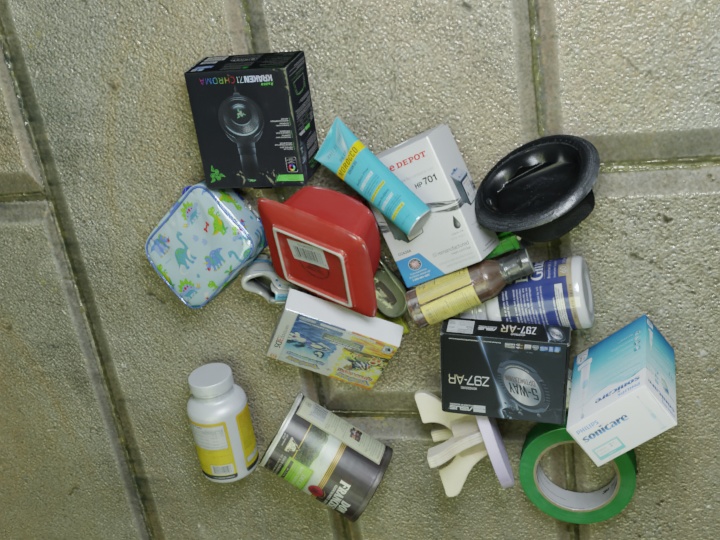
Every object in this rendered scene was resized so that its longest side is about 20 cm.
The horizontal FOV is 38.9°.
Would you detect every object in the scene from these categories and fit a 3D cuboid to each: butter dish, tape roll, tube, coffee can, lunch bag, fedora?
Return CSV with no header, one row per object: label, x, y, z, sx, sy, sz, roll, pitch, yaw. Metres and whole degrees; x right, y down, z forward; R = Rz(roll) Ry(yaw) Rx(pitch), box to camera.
butter dish,-0.039,-0.056,1.583,0.197,0.149,0.201,22,148,23
tape roll,0.372,0.340,1.748,0.196,0.048,0.204,7,118,13
tube,0.018,-0.134,1.508,0.200,0.050,0.078,43,117,15
coffee can,-0.061,0.331,1.817,0.198,0.147,0.148,31,121,0
lunch bag,-0.259,-0.051,1.705,0.161,0.082,0.200,47,121,1
fedora,0.268,-0.105,1.487,0.198,0.203,0.092,-21,131,25

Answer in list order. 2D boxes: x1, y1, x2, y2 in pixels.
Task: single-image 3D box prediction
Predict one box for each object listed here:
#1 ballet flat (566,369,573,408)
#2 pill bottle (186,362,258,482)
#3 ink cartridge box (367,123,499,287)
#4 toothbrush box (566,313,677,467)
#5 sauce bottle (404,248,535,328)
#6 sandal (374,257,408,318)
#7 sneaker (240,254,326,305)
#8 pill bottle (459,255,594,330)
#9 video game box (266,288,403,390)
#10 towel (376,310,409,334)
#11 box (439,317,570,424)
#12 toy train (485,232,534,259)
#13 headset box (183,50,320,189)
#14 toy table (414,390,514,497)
ballet flat,0.306,0.181,1.673,0.199,0.072,0.072,36,121,-4
pill bottle,-0.255,0.277,1.865,0.110,0.112,0.204,-1,116,17
ink cartridge box,0.101,-0.097,1.551,0.145,0.086,0.203,-21,100,33
toothbrush box,0.402,0.182,1.568,0.146,0.201,0.085,-37,103,28
sauce bottle,0.166,0.024,1.542,0.197,0.065,0.066,-22,110,13
sandal,0.001,0.000,1.670,0.201,0.057,0.080,43,120,3
sneaker,-0.110,0.038,1.707,0.196,0.087,0.076,13,114,11
pill bottle,0.257,0.047,1.592,0.196,0.111,0.113,-10,114,20
video game box,-0.047,0.118,1.699,0.196,0.048,0.183,18,150,-5
towel,-0.018,0.100,1.759,0.197,0.018,0.087,-21,114,24
box,0.223,0.155,1.581,0.196,0.044,0.163,5,125,12
toy train,0.243,-0.053,1.576,0.198,0.057,0.042,-24,109,26
headset box,-0.164,-0.226,1.586,0.171,0.093,0.204,1,117,17
toy table,0.172,0.280,1.711,0.115,0.184,0.204,-18,85,9
